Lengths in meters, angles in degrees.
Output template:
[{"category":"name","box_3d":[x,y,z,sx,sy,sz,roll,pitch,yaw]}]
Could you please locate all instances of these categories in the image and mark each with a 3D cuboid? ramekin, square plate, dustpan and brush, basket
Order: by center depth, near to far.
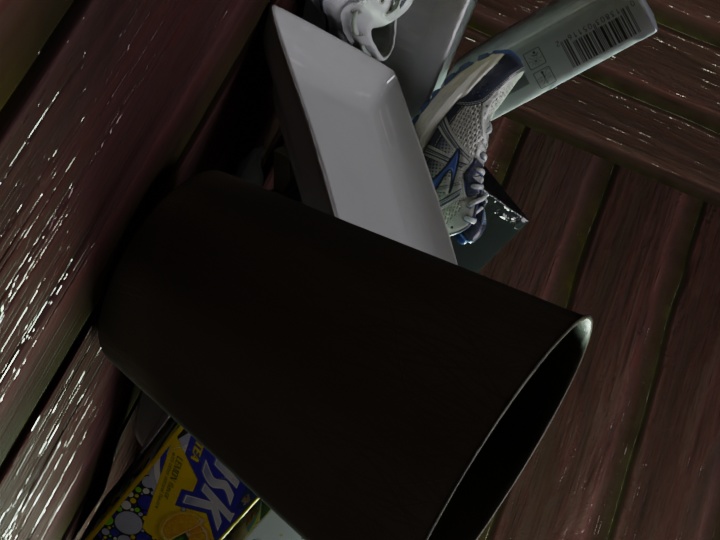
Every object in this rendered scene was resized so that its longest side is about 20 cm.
[{"category":"basket","box_3d":[-0.017,0.046,0.725,0.180,0.200,0.136,-50,160,-30]},{"category":"square plate","box_3d":[0.005,-0.047,0.903,0.200,0.028,0.199,11,60,-67]},{"category":"dustpan and brush","box_3d":[-0.089,0.000,0.910,0.200,0.057,0.140,-58,-176,-39]},{"category":"ramekin","box_3d":[0.038,-0.212,1.091,0.200,0.097,0.201,24,90,-88]}]

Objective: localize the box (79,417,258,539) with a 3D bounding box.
[{"category":"box","box_3d":[-0.096,0.120,0.926,0.200,0.070,0.064,-49,-169,31]}]

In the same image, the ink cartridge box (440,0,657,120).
[{"category":"ink cartridge box","box_3d":[0.151,-0.181,1.170,0.160,0.047,0.200,-28,-171,16]}]

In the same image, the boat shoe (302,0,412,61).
[{"category":"boat shoe","box_3d":[0.003,-0.183,0.912,0.200,0.067,0.074,97,16,-83]}]

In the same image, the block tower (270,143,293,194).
[{"category":"block tower","box_3d":[0.014,-0.093,1.168,0.200,0.054,0.058,-30,136,-39]}]

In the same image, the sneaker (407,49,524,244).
[{"category":"sneaker","box_3d":[0.060,-0.061,1.038,0.200,0.085,0.077,-53,174,2]}]

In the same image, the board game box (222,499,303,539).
[{"category":"board game box","box_3d":[-0.033,0.109,0.987,0.200,0.064,0.148,-50,-152,28]}]

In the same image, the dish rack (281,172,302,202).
[{"category":"dish rack","box_3d":[-0.059,-0.005,1.014,0.200,0.043,0.172,-56,-167,32]}]

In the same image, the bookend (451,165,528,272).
[{"category":"bookend","box_3d":[0.016,-0.052,1.358,0.200,0.092,0.199,-46,-133,13]}]
